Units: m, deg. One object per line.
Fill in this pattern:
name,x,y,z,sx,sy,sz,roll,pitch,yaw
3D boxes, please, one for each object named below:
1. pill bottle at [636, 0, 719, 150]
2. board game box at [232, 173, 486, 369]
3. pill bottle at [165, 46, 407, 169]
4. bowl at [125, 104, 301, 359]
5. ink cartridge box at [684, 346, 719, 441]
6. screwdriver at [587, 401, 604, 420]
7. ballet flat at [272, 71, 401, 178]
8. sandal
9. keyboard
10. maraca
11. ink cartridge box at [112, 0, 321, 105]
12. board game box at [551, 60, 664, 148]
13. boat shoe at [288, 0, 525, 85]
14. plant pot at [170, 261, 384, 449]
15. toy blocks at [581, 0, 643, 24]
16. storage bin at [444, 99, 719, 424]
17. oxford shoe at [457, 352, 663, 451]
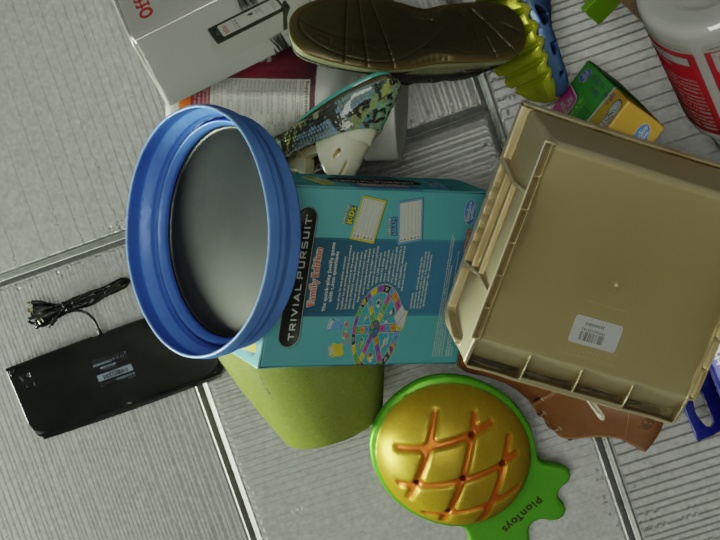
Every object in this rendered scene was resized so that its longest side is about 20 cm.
pill bottle,0.303,-0.177,1.634,0.112,0.200,0.113,-13,54,19
board game box,0.000,0.000,1.640,0.199,0.047,0.152,1,105,-34
pill bottle,-0.062,-0.143,1.743,0.199,0.110,0.110,2,98,8
bowl,-0.117,-0.031,1.590,0.200,0.039,0.202,1,91,50
ink cartridge box,0.374,0.086,1.724,0.199,0.076,0.137,-22,93,12
screwdriver,0.175,0.077,1.697,0.029,0.200,0.028,-42,117,1
ballet flat,-0.039,-0.093,1.660,0.199,0.074,0.074,-28,93,32
sandal,0.140,-0.242,1.720,0.087,0.079,0.201,-29,107,-29
keyboard,-0.233,0.069,1.843,0.199,0.021,0.128,-19,100,10
maraca,0.096,0.171,1.765,0.137,0.107,0.200,-42,112,14
ink cartridge box,-0.107,-0.248,1.695,0.199,0.146,0.084,-26,134,0
board game box,0.164,-0.070,1.694,0.040,0.153,0.200,33,101,-16
boat shoe,0.035,-0.184,1.665,0.200,0.066,0.072,-2,67,-14
plant pot,-0.055,0.046,1.745,0.186,0.187,0.201,-15,108,10
toy blocks,0.199,-0.276,1.661,0.100,0.200,0.137,-45,48,12
storage bin,0.194,-0.003,1.592,0.199,0.094,0.199,16,107,-14
oxford shoe,0.171,0.110,1.762,0.199,0.071,0.072,19,105,5
